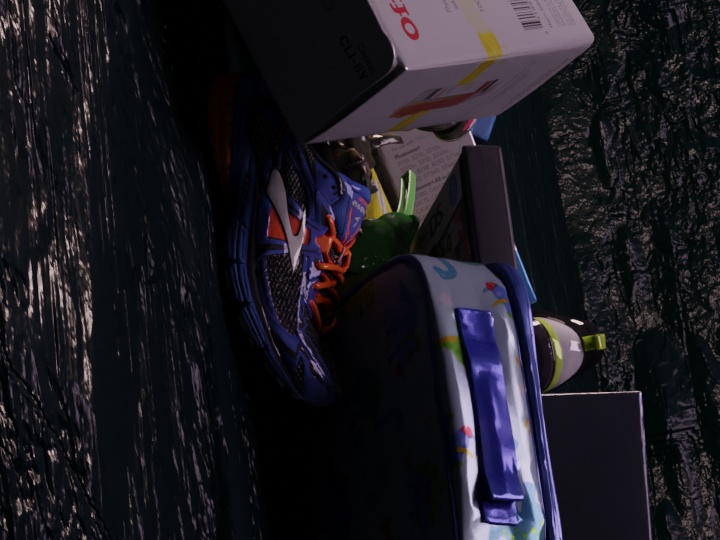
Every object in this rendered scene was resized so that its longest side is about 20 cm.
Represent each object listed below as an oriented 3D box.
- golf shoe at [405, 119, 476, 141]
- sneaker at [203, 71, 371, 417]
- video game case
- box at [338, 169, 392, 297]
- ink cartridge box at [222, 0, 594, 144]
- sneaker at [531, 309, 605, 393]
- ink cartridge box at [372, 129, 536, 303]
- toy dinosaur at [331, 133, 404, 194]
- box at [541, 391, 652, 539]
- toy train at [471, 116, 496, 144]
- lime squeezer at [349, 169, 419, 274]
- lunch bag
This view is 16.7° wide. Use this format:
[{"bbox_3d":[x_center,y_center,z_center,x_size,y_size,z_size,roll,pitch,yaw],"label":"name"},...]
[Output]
[{"bbox_3d":[0.057,-0.182,1.511,0.088,0.077,0.201,87,6,-71],"label":"golf shoe"},{"bbox_3d":[-0.031,-0.020,1.299,0.075,0.078,0.201,48,30,-70],"label":"sneaker"},{"bbox_3d":[0.059,0.056,1.424,0.181,0.025,0.201,118,-31,-63],"label":"video game case"},{"bbox_3d":[0.000,0.000,1.566,0.200,0.048,0.118,69,13,-53],"label":"box"},{"bbox_3d":[0.017,-0.156,1.327,0.200,0.083,0.145,-13,71,-55],"label":"ink cartridge box"},{"bbox_3d":[0.103,0.065,1.732,0.200,0.083,0.072,-5,-85,60],"label":"sneaker"},{"bbox_3d":[0.045,-0.063,1.698,0.115,0.068,0.201,-152,-141,-77],"label":"ink cartridge box"},{"bbox_3d":[-0.019,-0.083,1.442,0.088,0.047,0.200,46,13,-5],"label":"toy dinosaur"},{"bbox_3d":[0.125,0.169,1.648,0.200,0.107,0.149,111,-23,-78],"label":"box"},{"bbox_3d":[0.075,-0.148,1.901,0.114,0.086,0.201,157,-46,-81],"label":"toy train"},{"bbox_3d":[0.002,-0.027,1.458,0.071,0.038,0.200,37,19,21],"label":"lime squeezer"},{"bbox_3d":[0.036,0.101,1.296,0.161,0.082,0.201,-43,-131,52],"label":"lunch bag"}]
